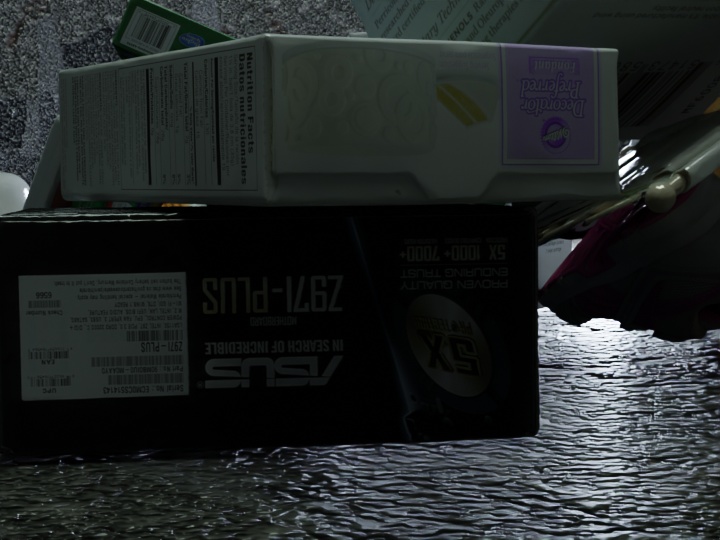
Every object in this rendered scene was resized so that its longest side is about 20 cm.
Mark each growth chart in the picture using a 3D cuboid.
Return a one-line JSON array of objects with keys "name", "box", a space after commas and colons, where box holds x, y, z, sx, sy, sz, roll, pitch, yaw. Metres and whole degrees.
[{"name": "growth chart", "box": [0.137, -0.047, 0.822, 0.144, 0.018, 0.200, -34, 5, -23]}]

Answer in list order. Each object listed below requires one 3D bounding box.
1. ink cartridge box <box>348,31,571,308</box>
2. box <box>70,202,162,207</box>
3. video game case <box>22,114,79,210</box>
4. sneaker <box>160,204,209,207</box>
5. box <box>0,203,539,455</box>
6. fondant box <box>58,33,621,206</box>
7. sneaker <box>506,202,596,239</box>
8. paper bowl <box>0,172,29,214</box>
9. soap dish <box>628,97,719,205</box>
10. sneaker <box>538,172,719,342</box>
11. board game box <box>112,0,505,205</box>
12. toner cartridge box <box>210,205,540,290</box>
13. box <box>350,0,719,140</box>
[{"name": "ink cartridge box", "box": [0.071, -0.075, 1.174, 0.145, 0.201, 0.084, 1, 5, 29]}, {"name": "box", "box": [-0.093, -0.016, 0.962, 0.048, 0.118, 0.200, 32, 20, 25]}, {"name": "video game case", "box": [-0.128, -0.024, 0.965, 0.017, 0.143, 0.200, 33, 20, 27]}, {"name": "sneaker", "box": [-0.091, 0.015, 0.840, 0.078, 0.077, 0.200, 38, -7, 10]}, {"name": "box", "box": [-0.041, 0.017, 0.659, 0.199, 0.087, 0.164, -1, 4, -7]}, {"name": "fondant box", "box": [-0.016, -0.054, 0.632, 0.144, 0.059, 0.200, -2, 5, -30]}, {"name": "sneaker", "box": [0.110, -0.035, 1.013, 0.111, 0.073, 0.200, 14, 33, -14]}, {"name": "paper bowl", "box": [-0.277, -0.009, 1.025, 0.200, 0.105, 0.201, 0, 4, 0]}, {"name": "soap dish", "box": [0.223, -0.070, 1.055, 0.081, 0.158, 0.200, 24, -18, 13]}, {"name": "sneaker", "box": [0.169, 0.005, 0.933, 0.088, 0.081, 0.200, 42, -16, -2]}, {"name": "board game box", "box": [-0.021, -0.069, 0.825, 0.199, 0.029, 0.135, 24, -7, 3]}, {"name": "toner cartridge box", "box": [-0.007, -0.021, 0.832, 0.200, 0.043, 0.095, 32, -9, -40]}, {"name": "box", "box": [0.121, -0.187, 0.853, 0.198, 0.172, 0.200, -7, -29, -37]}]
